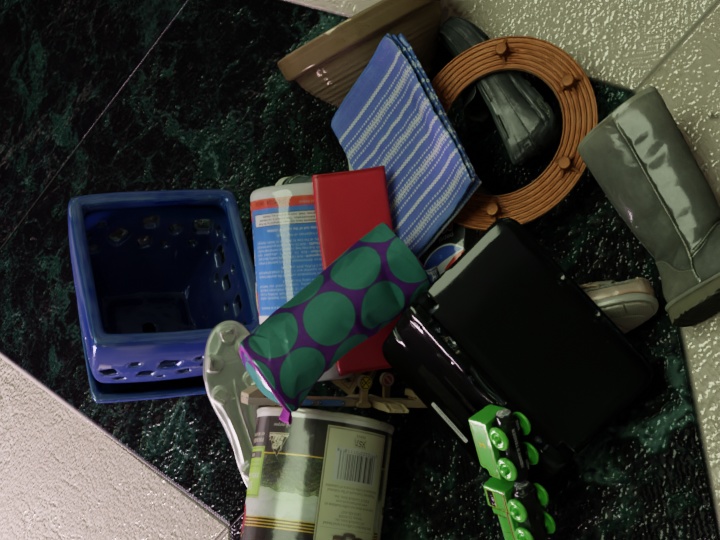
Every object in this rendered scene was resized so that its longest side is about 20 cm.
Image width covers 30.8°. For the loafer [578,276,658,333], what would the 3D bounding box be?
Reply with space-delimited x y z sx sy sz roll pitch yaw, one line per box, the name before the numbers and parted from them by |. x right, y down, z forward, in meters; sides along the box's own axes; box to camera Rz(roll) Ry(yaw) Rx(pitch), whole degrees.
loafer | 0.187 0.040 1.234 0.199 0.072 0.064 -28 52 36

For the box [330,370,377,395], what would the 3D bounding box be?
box | -0.024 0.024 1.461 0.200 0.021 0.165 36 101 44

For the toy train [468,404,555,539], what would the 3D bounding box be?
toy train | 0.141 0.212 1.167 0.056 0.041 0.202 9 120 52

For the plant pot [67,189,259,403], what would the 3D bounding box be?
plant pot | -0.233 0.039 1.511 0.180 0.197 0.202 114 146 -54

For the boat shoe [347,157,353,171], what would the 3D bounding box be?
boat shoe | 0.028 -0.099 1.414 0.065 0.074 0.202 -22 57 14

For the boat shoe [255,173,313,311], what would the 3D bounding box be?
boat shoe | -0.068 -0.011 1.446 0.061 0.072 0.203 -8 71 38

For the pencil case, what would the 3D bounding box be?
pencil case | -0.021 0.047 1.247 0.199 0.093 0.085 -39 26 -14

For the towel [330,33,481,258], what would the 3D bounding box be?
towel | 0.038 -0.121 1.318 0.145 0.024 0.201 -51 53 40

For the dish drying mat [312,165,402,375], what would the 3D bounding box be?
dish drying mat | 0.000 0.000 1.315 0.018 0.076 0.203 176 87 -84

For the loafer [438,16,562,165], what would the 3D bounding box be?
loafer | 0.131 -0.189 1.354 0.070 0.068 0.201 -37 55 5

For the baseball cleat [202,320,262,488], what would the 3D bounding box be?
baseball cleat | -0.125 0.149 1.429 0.069 0.106 0.203 -12 97 -1

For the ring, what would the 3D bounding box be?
ring | 0.136 -0.138 1.289 0.198 0.019 0.203 -8 72 25

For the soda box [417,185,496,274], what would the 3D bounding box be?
soda box | 0.093 0.014 1.323 0.063 0.070 0.203 -5 73 35

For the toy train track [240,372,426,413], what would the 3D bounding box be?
toy train track | -0.022 0.119 1.309 0.114 0.198 0.033 -176 89 -67

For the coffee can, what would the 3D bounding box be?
coffee can | -0.047 0.249 1.323 0.145 0.146 0.203 -4 73 41

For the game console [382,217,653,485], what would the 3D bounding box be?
game console | 0.139 0.086 1.212 0.200 0.116 0.176 48 153 9

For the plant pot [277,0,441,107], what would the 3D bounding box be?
plant pot | 0.016 -0.236 1.432 0.200 0.201 0.093 -25 99 34

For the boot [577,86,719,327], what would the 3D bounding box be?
boot | 0.298 -0.074 1.154 0.181 0.072 0.202 -33 61 31

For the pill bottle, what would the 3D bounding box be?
pill bottle | -0.055 0.013 1.369 0.111 0.112 0.203 -6 88 41
